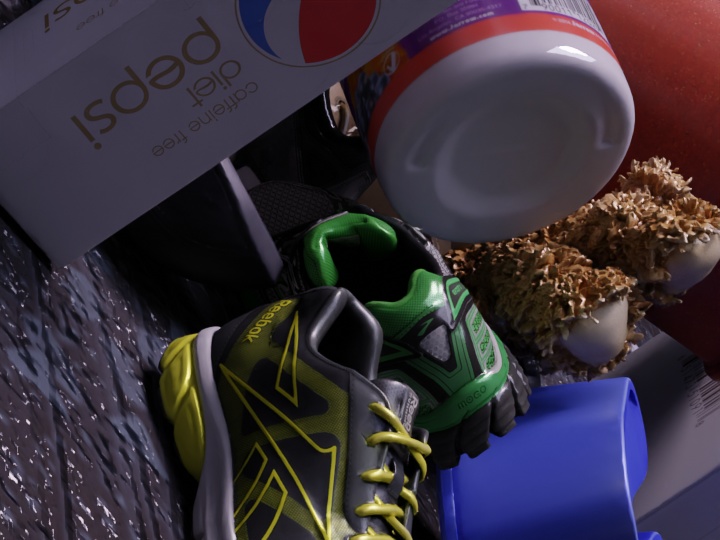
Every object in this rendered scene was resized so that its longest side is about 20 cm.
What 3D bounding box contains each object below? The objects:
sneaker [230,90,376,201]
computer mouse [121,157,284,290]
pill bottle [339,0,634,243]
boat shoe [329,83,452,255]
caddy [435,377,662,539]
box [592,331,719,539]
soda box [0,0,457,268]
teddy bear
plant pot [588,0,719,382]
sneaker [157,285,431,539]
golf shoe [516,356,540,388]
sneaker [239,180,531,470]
[{"bbox_3d":[-0.057,-0.104,1.237,0.200,0.090,0.066,57,11,0],"label":"sneaker"},{"bbox_3d":[-0.096,-0.073,1.059,0.200,0.053,0.138,63,-3,-9],"label":"computer mouse"},{"bbox_3d":[0.036,-0.118,1.171,0.111,0.111,0.200,44,19,-47],"label":"pill bottle"},{"bbox_3d":[-0.025,-0.059,1.295,0.200,0.071,0.065,51,0,22],"label":"boat shoe"},{"bbox_3d":[0.073,0.123,1.141,0.200,0.105,0.142,-50,130,-78],"label":"caddy"},{"bbox_3d":[0.188,0.119,1.372,0.131,0.200,0.199,52,12,-15],"label":"box"},{"bbox_3d":[-0.049,-0.090,0.958,0.068,0.200,0.064,50,13,-29],"label":"soda box"},{"bbox_3d":[0.085,-0.002,1.179,0.067,0.145,0.200,51,2,-11],"label":"teddy bear"},{"bbox_3d":[0.138,-0.081,1.315,0.195,0.201,0.201,30,13,-1],"label":"plant pot"},{"bbox_3d":[-0.012,0.079,0.944,0.074,0.085,0.200,43,18,-47],"label":"sneaker"},{"bbox_3d":[0.025,0.014,1.346,0.095,0.078,0.200,73,-7,-59],"label":"golf shoe"},{"bbox_3d":[0.000,0.000,1.108,0.200,0.078,0.085,36,-24,56],"label":"sneaker"}]
